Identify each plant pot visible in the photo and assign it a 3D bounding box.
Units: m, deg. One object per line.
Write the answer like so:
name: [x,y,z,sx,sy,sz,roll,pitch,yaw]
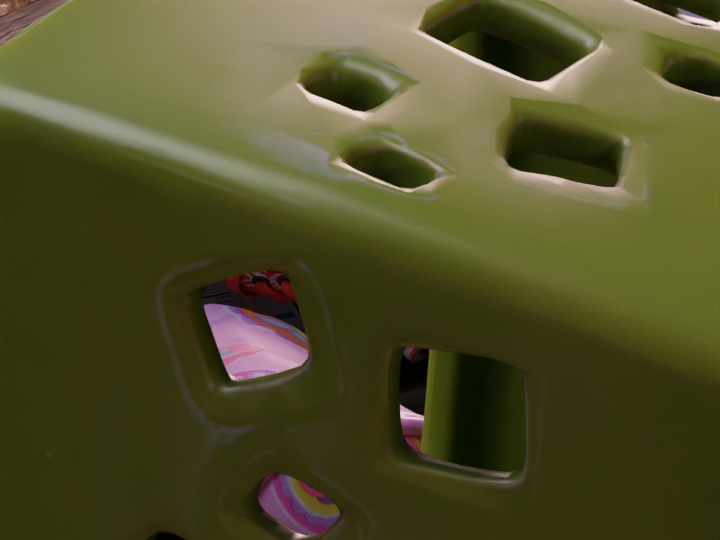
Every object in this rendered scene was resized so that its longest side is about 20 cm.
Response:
plant pot: [0.053,0.042,0.446,0.181,0.199,0.200,17,31,24]

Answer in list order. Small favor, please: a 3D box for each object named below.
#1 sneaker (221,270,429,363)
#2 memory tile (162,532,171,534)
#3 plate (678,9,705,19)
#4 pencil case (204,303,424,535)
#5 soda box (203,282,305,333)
sneaker: [0.000,0.000,0.869,0.201,0.108,0.067,-17,-10,9]
memory tile: [-0.090,0.082,0.907,0.200,0.017,0.153,-24,15,-14]
plate: [0.196,-0.131,0.983,0.200,0.200,0.032,-13,-27,-7]
pencil case: [-0.023,0.066,0.740,0.087,0.087,0.200,-24,15,-12]
soda box: [0.017,-0.007,0.943,0.200,0.064,0.068,-11,13,12]
